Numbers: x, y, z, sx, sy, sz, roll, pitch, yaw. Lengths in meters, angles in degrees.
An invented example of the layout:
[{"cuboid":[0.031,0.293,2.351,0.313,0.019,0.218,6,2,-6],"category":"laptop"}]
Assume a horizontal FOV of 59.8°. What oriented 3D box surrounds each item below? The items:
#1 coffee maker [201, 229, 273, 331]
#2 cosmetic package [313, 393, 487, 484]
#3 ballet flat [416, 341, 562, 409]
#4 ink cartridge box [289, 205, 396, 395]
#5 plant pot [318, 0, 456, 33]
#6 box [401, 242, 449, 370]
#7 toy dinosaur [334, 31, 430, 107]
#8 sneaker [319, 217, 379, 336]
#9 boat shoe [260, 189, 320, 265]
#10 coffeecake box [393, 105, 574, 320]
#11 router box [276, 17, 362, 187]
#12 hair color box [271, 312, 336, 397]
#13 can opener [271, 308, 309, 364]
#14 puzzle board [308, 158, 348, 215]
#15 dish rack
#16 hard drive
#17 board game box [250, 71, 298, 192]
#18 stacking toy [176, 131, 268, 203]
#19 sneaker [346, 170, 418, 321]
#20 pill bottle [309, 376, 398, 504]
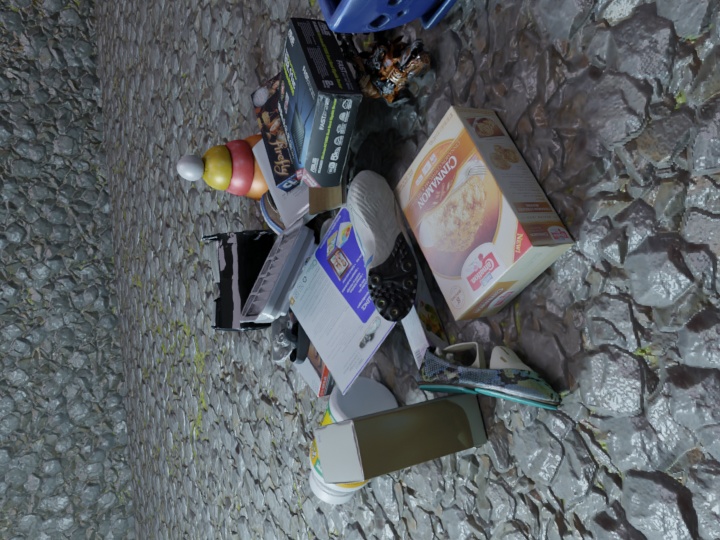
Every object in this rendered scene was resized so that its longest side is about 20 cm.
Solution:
[{"cuboid":[-0.235,0.022,1.284,0.191,0.134,0.203,-4,91,56],"category":"coffee maker"},{"cuboid":[0.052,0.211,0.800,0.105,0.198,0.072,-30,69,55],"category":"cosmetic package"},{"cuboid":[0.149,0.120,0.754,0.199,0.074,0.075,-1,94,43],"category":"ballet flat"},{"cuboid":[-0.012,0.040,0.914,0.199,0.043,0.201,-55,50,25],"category":"ink cartridge box"},{"cuboid":[0.052,-0.415,0.740,0.200,0.178,0.202,-41,61,51],"category":"plant pot"},{"cuboid":[0.075,0.042,0.891,0.041,0.038,0.202,-43,58,47],"category":"box"},{"cuboid":[0.017,-0.296,0.898,0.198,0.102,0.137,-10,102,36],"category":"toy dinosaur"},{"cuboid":[0.000,0.000,0.990,0.088,0.075,0.202,-29,72,38],"category":"sneaker"},{"cuboid":[-0.116,-0.091,1.153,0.201,0.072,0.073,53,131,26],"category":"boat shoe"},{"cuboid":[0.137,-0.067,0.750,0.154,0.072,0.201,-53,52,46],"category":"coffeecake box"},{"cuboid":[-0.065,-0.238,0.887,0.151,0.061,0.201,109,151,-43],"category":"router box"},{"cuboid":[-0.088,0.121,1.134,0.200,0.063,0.112,41,125,46],"category":"hair color box"},{"cuboid":[-0.128,0.069,1.095,0.053,0.066,0.202,-33,49,37],"category":"can opener"},{"cuboid":[-0.050,-0.193,0.965,0.150,0.017,0.203,177,93,-67],"category":"puzzle board"},{"cuboid":[-0.128,0.011,0.998,0.173,0.043,0.200,-66,15,-13],"category":"dish rack"},{"cuboid":[-0.112,-0.183,1.114,0.131,0.026,0.201,-37,59,19],"category":"hard drive"},{"cuboid":[-0.111,-0.257,1.089,0.135,0.035,0.202,-28,66,24],"category":"board game box"},{"cuboid":[-0.267,-0.205,1.243,0.146,0.198,0.148,10,102,56],"category":"stacking toy"},{"cuboid":[0.031,-0.031,0.822,0.073,0.071,0.202,63,-166,-79],"category":"sneaker"},{"cuboid":[-0.019,0.277,1.001,0.113,0.112,0.201,53,135,40],"category":"pill bottle"}]
